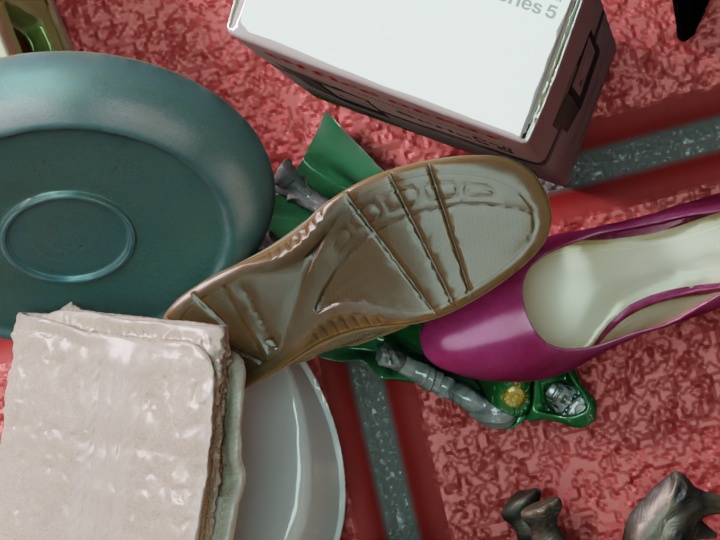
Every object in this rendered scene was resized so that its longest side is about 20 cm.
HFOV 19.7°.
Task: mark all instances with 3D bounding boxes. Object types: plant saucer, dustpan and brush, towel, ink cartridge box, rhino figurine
[{"bbox_3d":[-0.138,-0.023,0.978,0.199,0.201,0.028,-15,49,9],"label":"plant saucer"},{"bbox_3d":[-0.050,0.144,1.050,0.139,0.057,0.201,-30,75,16],"label":"dustpan and brush"},{"bbox_3d":[-0.119,0.118,0.966,0.132,0.034,0.202,6,86,34],"label":"towel"},{"bbox_3d":[0.036,-0.109,0.967,0.145,0.200,0.085,21,91,11],"label":"ink cartridge box"},{"bbox_3d":[0.096,0.152,1.012,0.199,0.060,0.088,-21,96,7],"label":"rhino figurine"}]

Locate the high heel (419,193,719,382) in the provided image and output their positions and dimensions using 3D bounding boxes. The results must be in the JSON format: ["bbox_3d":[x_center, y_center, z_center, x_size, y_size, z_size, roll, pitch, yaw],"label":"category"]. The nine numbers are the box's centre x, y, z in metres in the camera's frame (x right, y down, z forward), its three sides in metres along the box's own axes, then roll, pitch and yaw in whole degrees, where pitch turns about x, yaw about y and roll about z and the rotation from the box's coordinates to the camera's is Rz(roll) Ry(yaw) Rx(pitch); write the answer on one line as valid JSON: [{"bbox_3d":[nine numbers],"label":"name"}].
[{"bbox_3d":[0.127,0.005,0.969,0.198,0.096,0.068,-10,80,-8],"label":"high heel"}]

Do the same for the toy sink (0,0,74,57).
[{"bbox_3d":[-0.217,-0.129,1.051,0.111,0.130,0.201,-24,82,8],"label":"toy sink"}]

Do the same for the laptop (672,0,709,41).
[{"bbox_3d":[0.147,-0.230,0.964,0.103,0.177,0.201,24,91,11],"label":"laptop"}]

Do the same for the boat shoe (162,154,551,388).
[{"bbox_3d":[0.000,0.000,0.982,0.199,0.065,0.073,-26,89,16],"label":"boat shoe"}]

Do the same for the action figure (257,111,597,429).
[{"bbox_3d":[0.033,0.020,1.037,0.199,0.055,0.119,31,94,8],"label":"action figure"}]
